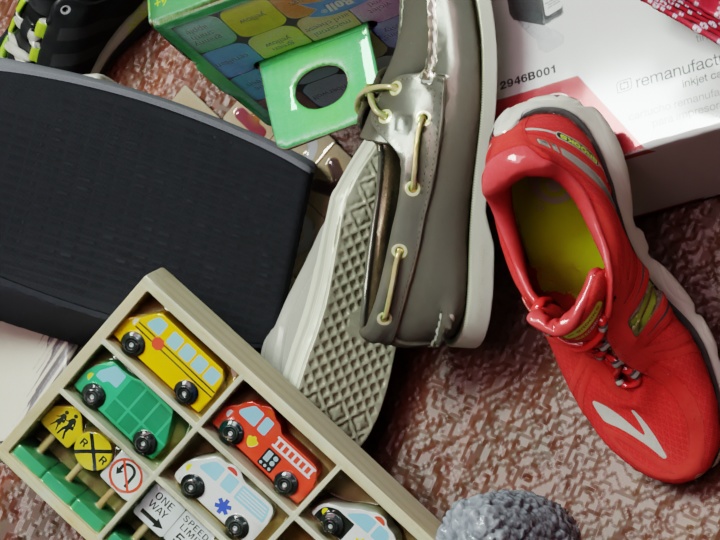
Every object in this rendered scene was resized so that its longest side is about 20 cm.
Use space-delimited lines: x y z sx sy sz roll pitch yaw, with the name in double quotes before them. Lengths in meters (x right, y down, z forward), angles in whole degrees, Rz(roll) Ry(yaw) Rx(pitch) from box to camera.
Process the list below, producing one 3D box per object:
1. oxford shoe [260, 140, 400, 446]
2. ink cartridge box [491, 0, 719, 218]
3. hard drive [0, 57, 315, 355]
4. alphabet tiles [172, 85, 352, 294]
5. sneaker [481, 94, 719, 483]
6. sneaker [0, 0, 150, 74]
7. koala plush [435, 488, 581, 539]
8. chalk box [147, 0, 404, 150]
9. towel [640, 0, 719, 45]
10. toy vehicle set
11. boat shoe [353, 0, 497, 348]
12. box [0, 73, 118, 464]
"oxford shoe" 0.000 0.000 1.349 0.058 0.075 0.200 7 74 63
"ink cartridge box" 0.135 -0.137 1.306 0.144 0.084 0.200 -16 67 22
"hard drive" -0.123 -0.029 1.348 0.042 0.200 0.135 160 125 -68
"alphabet tiles" -0.086 -0.001 1.426 0.200 0.008 0.167 -50 59 6
"sneaker" 0.104 0.020 1.230 0.077 0.085 0.200 -21 106 25
"sneaker" -0.172 -0.140 1.470 0.200 0.083 0.072 -50 58 5
"koala plush" 0.023 0.213 1.170 0.184 0.200 0.177 -34 79 18
"chalk box" -0.029 -0.161 1.364 0.124 0.124 0.200 -18 59 22
"towel" 0.239 -0.138 1.227 0.200 0.022 0.145 29 70 9
"toy vehicle set" -0.066 0.110 1.306 0.200 0.027 0.124 42 107 4
"boat shoe" 0.029 -0.062 1.287 0.060 0.072 0.202 -2 97 -13
"box" -0.154 0.003 1.410 0.068 0.082 0.200 -4 74 26
